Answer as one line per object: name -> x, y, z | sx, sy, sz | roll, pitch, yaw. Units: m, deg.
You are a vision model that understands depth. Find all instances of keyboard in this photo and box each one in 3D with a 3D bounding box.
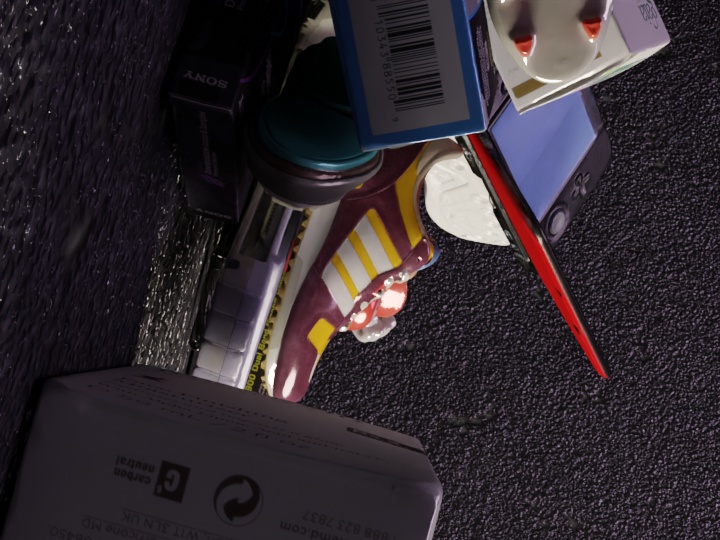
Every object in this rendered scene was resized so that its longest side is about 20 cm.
keyboard -> -0.092, 0.001, 0.866 | 0.127, 0.020, 0.202 | -70, 174, -77

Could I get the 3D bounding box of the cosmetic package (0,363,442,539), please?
cosmetic package -> -0.064, 0.144, 0.563 | 0.200, 0.163, 0.167 | 95, 10, -88

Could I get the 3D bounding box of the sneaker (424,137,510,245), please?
sneaker -> 0.094, -0.120, 0.927 | 0.200, 0.080, 0.148 | 55, 50, -59

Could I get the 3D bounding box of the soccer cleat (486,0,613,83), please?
soccer cleat -> 0.085, -0.197, 0.633 | 0.078, 0.069, 0.202 | -78, 154, -73

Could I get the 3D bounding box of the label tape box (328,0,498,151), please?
label tape box -> 0.028, -0.153, 0.628 | 0.200, 0.065, 0.145 | -60, 140, -70

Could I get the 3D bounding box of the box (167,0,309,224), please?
box -> -0.051, -0.141, 0.648 | 0.143, 0.036, 0.202 | 101, 5, -71

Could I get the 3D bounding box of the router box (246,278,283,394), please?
router box -> -0.083, 0.087, 0.992 | 0.150, 0.062, 0.202 | 133, -27, -82

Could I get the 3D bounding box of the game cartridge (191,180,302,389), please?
game cartridge -> -0.062, -0.001, 0.751 | 0.201, 0.038, 0.130 | -76, -179, -52

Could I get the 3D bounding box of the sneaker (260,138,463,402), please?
sneaker -> 0.000, 0.000, 0.778 | 0.075, 0.089, 0.202 | -85, -167, -76

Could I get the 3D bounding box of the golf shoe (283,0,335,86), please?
golf shoe -> 0.000, -0.157, 0.820 | 0.200, 0.096, 0.079 | 135, -25, -77

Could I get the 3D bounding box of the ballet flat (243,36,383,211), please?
ballet flat -> -0.022, -0.064, 0.641 | 0.200, 0.067, 0.064 | -72, -174, -63

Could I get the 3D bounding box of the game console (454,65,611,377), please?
game console -> 0.142, -0.059, 0.831 | 0.173, 0.118, 0.200 | -54, 143, -15

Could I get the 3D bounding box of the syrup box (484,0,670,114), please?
syrup box -> 0.095, -0.200, 0.715 | 0.081, 0.201, 0.079 | -25, -179, 34

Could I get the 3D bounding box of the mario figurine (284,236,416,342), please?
mario figurine -> 0.014, -0.031, 0.910 | 0.105, 0.124, 0.201 | -26, -148, 25
